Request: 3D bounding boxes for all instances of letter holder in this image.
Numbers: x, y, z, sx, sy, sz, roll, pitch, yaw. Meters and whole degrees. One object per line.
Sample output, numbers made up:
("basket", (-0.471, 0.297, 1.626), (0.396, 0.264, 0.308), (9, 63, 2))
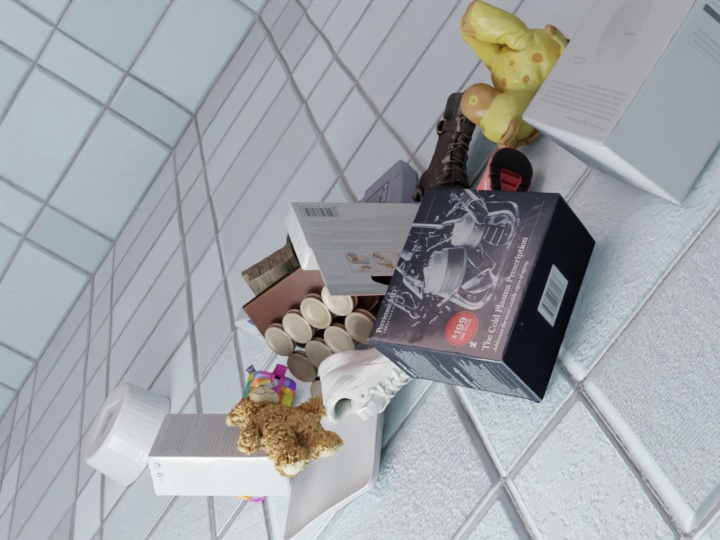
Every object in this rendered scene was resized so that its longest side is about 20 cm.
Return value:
("letter holder", (-0.048, 0.051, 1.566), (0.199, 0.143, 0.100), (-33, 3, 44))

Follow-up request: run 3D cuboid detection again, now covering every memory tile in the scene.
("memory tile", (-0.039, 0.104, 1.518), (0.199, 0.154, 0.017), (-35, 8, 45))

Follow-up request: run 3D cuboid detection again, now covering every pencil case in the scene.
("pencil case", (-0.156, 0.245, 1.670), (0.088, 0.088, 0.202), (-31, 38, 49))

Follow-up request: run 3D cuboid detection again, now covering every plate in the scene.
("plate", (-0.026, 0.243, 1.459), (0.200, 0.032, 0.201), (-42, 27, 38))

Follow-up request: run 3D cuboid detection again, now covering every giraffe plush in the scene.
("giraffe plush", (0.201, -0.244, 1.464), (0.198, 0.172, 0.164), (27, 98, 34))

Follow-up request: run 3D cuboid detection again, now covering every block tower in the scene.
("block tower", (-0.085, -0.019, 1.700), (0.198, 0.054, 0.058), (-31, 25, 3))

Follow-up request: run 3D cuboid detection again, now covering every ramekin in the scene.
("ramekin", (-0.482, 0.328, 2.251), (0.201, 0.097, 0.202), (-47, 25, 29))

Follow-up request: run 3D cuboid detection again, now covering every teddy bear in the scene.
("teddy bear", (-0.103, 0.206, 1.464), (0.143, 0.068, 0.200), (-18, 25, -8))

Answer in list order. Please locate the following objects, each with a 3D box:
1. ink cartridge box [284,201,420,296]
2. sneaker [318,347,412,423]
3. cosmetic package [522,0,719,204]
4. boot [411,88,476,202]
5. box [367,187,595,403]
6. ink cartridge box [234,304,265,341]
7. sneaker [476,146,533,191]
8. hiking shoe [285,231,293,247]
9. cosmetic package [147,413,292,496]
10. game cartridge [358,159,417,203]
("ink cartridge box", (0.017, -0.018, 1.452), (0.044, 0.197, 0.175), (114, 145, -41))
("sneaker", (0.036, 0.136, 1.388), (0.198, 0.075, 0.101), (-25, 48, 28))
("cosmetic package", (0.306, -0.202, 1.178), (0.201, 0.122, 0.199), (-56, 22, 5))
("boot", (0.134, -0.170, 1.537), (0.200, 0.068, 0.177), (-148, 76, -70))
("box", (0.134, 0.022, 1.215), (0.180, 0.104, 0.202), (5, 64, 41))
("ink cartridge box", (-0.120, 0.080, 1.778), (0.199, 0.099, 0.040), (-17, 44, 58))
("sneaker", (0.166, -0.052, 1.394), (0.087, 0.073, 0.203), (122, 169, -68))
("hiking shoe", (-0.079, -0.021, 1.871), (0.100, 0.075, 0.203), (-16, 56, 48))
("cosmetic package", (-0.189, 0.259, 1.555), (0.102, 0.196, 0.072), (-76, -18, -59))
("game cartridge", (0.035, -0.073, 1.719), (0.133, 0.041, 0.202), (-35, 33, 39))
